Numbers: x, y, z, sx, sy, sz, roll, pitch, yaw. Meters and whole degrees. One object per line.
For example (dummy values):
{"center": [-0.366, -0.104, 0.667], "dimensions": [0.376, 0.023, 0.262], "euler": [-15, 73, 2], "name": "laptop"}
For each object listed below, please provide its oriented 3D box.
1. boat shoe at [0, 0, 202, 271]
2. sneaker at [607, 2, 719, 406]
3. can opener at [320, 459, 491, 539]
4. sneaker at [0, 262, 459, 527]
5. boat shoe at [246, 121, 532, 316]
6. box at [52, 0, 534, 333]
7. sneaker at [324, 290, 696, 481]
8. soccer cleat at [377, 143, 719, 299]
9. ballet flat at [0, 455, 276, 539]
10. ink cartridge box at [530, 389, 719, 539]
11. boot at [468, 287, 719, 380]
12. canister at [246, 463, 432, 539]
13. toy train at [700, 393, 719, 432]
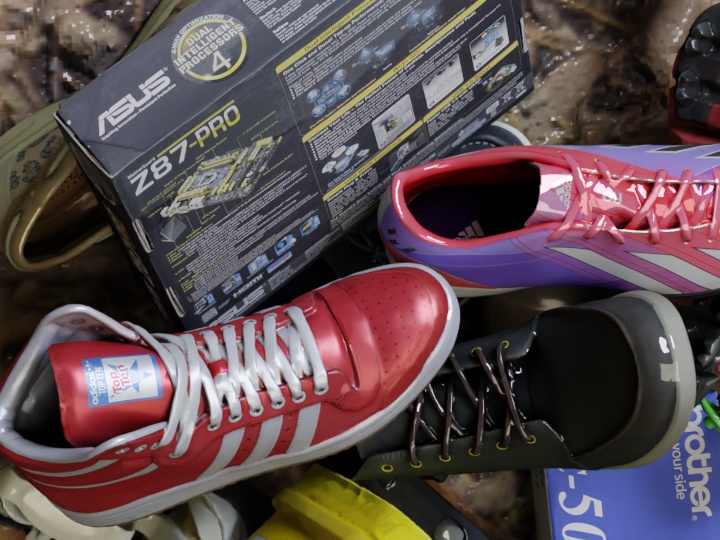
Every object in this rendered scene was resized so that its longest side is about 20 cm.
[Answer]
{"center": [-0.078, -0.069, 1.031], "dimensions": [0.200, 0.063, 0.073], "euler": [-40, 123, -3], "name": "boat shoe"}
{"center": [0.172, -0.026, 1.110], "dimensions": [0.098, 0.071, 0.201], "euler": [-2, 108, -63], "name": "sneaker"}
{"center": [0.047, 0.135, 1.187], "dimensions": [0.079, 0.063, 0.200], "euler": [-41, 123, -3], "name": "can opener"}
{"center": [-0.059, 0.042, 0.985], "dimensions": [0.200, 0.071, 0.112], "euler": [-26, 155, 6], "name": "sneaker"}
{"center": [0.000, 0.000, 1.089], "dimensions": [0.200, 0.062, 0.075], "euler": [-34, 79, -3], "name": "boat shoe"}
{"center": [-0.020, -0.071, 0.999], "dimensions": [0.200, 0.049, 0.161], "euler": [-38, 155, -9], "name": "box"}
{"center": [0.060, 0.061, 1.037], "dimensions": [0.106, 0.200, 0.075], "euler": [-7, 80, -27], "name": "sneaker"}
{"center": [0.106, -0.026, 1.022], "dimensions": [0.200, 0.068, 0.073], "euler": [-4, 163, 7], "name": "soccer cleat"}
{"center": [-0.109, 0.116, 1.103], "dimensions": [0.200, 0.073, 0.073], "euler": [27, 100, -33], "name": "ballet flat"}
{"center": [0.141, 0.164, 1.195], "dimensions": [0.094, 0.044, 0.200], "euler": [-6, 88, -7], "name": "ink cartridge box"}
{"center": [0.148, 0.001, 1.164], "dimensions": [0.200, 0.075, 0.097], "euler": [-13, 121, -17], "name": "boot"}
{"center": [-0.051, 0.191, 1.042], "dimensions": [0.200, 0.148, 0.087], "euler": [-43, 109, -11], "name": "canister"}
{"center": [0.212, 0.080, 1.184], "dimensions": [0.042, 0.056, 0.200], "euler": [-43, 163, 8], "name": "toy train"}
